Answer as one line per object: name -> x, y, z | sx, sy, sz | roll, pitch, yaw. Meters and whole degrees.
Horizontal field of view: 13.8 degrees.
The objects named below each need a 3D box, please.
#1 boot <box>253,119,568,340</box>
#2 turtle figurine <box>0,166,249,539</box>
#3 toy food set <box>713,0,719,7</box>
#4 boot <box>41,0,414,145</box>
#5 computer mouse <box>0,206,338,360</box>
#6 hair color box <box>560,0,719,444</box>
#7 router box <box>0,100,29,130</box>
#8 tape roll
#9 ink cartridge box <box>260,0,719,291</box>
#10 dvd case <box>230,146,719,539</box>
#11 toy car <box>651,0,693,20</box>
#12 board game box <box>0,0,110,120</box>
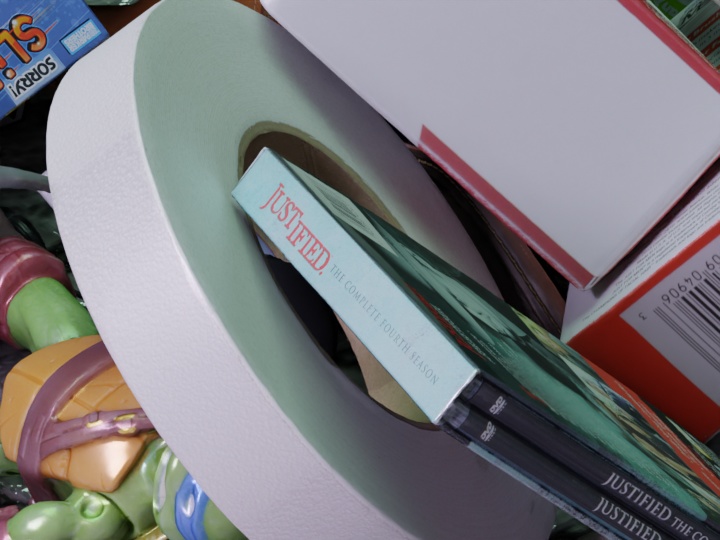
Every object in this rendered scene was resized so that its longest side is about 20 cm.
boot -> 0.000, 0.000, 1.049 | 0.097, 0.075, 0.200 | -40, 48, -5
turtle figurine -> -0.121, 0.025, 0.912 | 0.200, 0.144, 0.194 | -2, 12, -33
toy food set -> 0.185, -0.126, 0.980 | 0.143, 0.061, 0.200 | -13, 30, -12
boot -> -0.054, -0.129, 1.171 | 0.200, 0.156, 0.077 | 13, 35, 32
computer mouse -> -0.083, 0.011, 1.043 | 0.200, 0.059, 0.034 | 12, 17, 38
hair color box -> 0.134, -0.037, 1.012 | 0.111, 0.064, 0.200 | -41, 18, 27
router box -> -0.248, -0.122, 1.208 | 0.157, 0.052, 0.200 | -24, 67, -26
tape roll -> -0.014, 0.010, 0.889 | 0.037, 0.203, 0.203 | -33, 21, 22
ink cartridge box -> 0.039, -0.091, 1.012 | 0.084, 0.144, 0.200 | -47, 13, 9
dvd case -> 0.064, 0.046, 0.833 | 0.022, 0.200, 0.146 | -51, 35, 6
toy car -> 0.065, -0.172, 1.233 | 0.199, 0.158, 0.164 | -6, 21, 12
board game box -> -0.185, -0.026, 1.018 | 0.135, 0.034, 0.200 | -42, 9, -37
